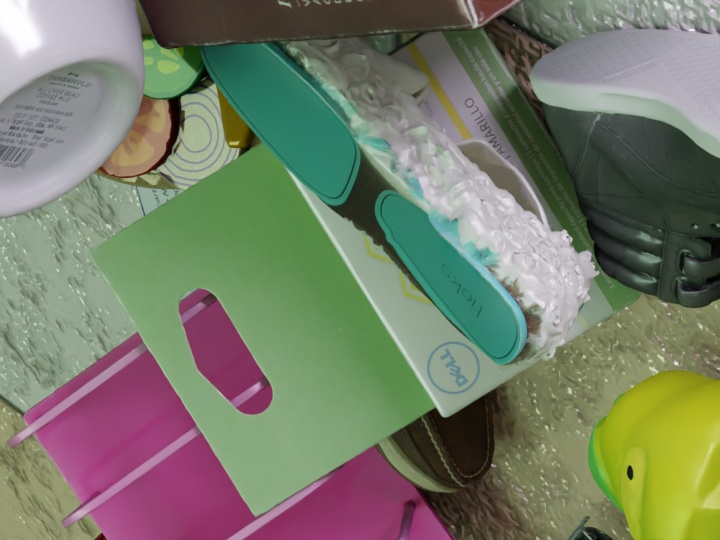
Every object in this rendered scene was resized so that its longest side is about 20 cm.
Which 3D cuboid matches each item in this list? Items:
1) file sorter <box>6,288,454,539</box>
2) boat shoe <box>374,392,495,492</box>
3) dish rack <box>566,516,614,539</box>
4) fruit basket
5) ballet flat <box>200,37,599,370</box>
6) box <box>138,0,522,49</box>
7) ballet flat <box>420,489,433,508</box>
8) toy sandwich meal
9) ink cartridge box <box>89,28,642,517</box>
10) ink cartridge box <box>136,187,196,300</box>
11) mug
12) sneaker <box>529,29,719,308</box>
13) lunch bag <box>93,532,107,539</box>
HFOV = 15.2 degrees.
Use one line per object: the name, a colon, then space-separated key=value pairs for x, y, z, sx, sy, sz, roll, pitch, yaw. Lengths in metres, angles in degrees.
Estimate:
file sorter: x=-0.054 y=0.116 z=1.264 sx=0.200 sy=0.139 sz=0.125 roll=55 pitch=-176 yaw=-1
boat shoe: x=0.029 y=0.017 z=1.244 sx=0.075 sy=0.075 sz=0.203 roll=-1 pitch=124 yaw=37
dish rack: x=0.130 y=0.201 z=1.289 sx=0.153 sy=0.054 sz=0.200 roll=47 pitch=145 yaw=13
fruit basket: x=0.169 y=0.107 z=1.056 sx=0.214 sy=0.156 sz=0.217 roll=13 pitch=126 yaw=18
ballet flat: x=0.018 y=-0.044 z=1.103 sx=0.200 sy=0.072 sz=0.072 roll=47 pitch=147 yaw=9
box: x=0.007 y=-0.191 z=0.994 sx=0.199 sy=0.166 sz=0.165 roll=3 pitch=121 yaw=52
ballet flat: x=-0.039 y=0.101 z=1.426 sx=0.200 sy=0.068 sz=0.073 roll=32 pitch=149 yaw=26
toy sandwich meal: x=-0.111 y=-0.122 z=1.208 sx=0.204 sy=0.070 sz=0.206 roll=10 pitch=117 yaw=20
ink cartridge box: x=0.000 y=0.000 z=1.163 sx=0.146 sy=0.199 sz=0.048 roll=58 pitch=-176 yaw=-4
ink cartridge box: x=-0.081 y=-0.069 z=1.343 sx=0.199 sy=0.041 sz=0.201 roll=16 pitch=130 yaw=47
mug: x=-0.158 y=-0.107 z=1.091 sx=0.176 sy=0.148 sz=0.200 roll=52 pitch=-170 yaw=25
sneaker: x=0.150 y=-0.032 z=1.041 sx=0.200 sy=0.071 sz=0.100 roll=17 pitch=133 yaw=54
lunch bag: x=-0.041 y=0.207 z=1.416 sx=0.200 sy=0.175 sz=0.082 roll=58 pitch=149 yaw=37
